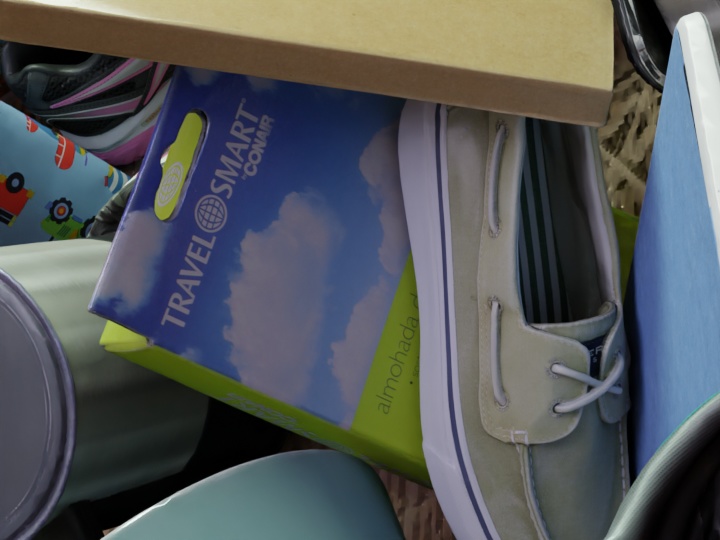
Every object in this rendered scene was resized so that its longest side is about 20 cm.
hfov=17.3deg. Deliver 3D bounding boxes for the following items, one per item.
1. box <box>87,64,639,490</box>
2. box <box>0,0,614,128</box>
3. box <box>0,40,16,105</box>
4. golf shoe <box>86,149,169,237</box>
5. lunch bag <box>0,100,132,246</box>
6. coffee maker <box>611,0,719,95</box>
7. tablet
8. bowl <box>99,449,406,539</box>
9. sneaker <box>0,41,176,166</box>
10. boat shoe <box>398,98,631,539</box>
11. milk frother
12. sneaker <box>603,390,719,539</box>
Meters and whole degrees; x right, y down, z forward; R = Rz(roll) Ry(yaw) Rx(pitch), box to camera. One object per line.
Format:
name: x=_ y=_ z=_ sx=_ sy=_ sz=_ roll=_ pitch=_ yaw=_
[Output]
box: x=0.000 y=0.000 z=0.832 sx=0.048 sy=0.200 sz=0.122 roll=-8 pitch=61 yaw=59
box: x=-0.013 y=-0.118 z=0.802 sx=0.164 sy=0.199 sz=0.021 roll=-83 pitch=3 yaw=-47
box: x=-0.149 y=-0.150 z=1.122 sx=0.200 sy=0.137 sz=0.039 roll=-42 pitch=82 yaw=19
golf shoe: x=-0.033 y=-0.050 z=1.010 sx=0.200 sy=0.077 sz=0.088 roll=-33 pitch=23 yaw=29
lunch bag: x=-0.199 y=0.023 z=1.055 sx=0.094 sy=0.150 sz=0.200 roll=16 pitch=79 yaw=48
coffee maker: x=0.170 y=-0.164 z=0.749 sx=0.200 sy=0.193 sz=0.135 roll=-19 pitch=11 yaw=34
tablet: x=0.102 y=0.029 z=0.750 sx=0.014 sy=0.200 sz=0.130 roll=-2 pitch=57 yaw=-2
bowl: x=-0.041 y=0.168 z=0.808 sx=0.201 sy=0.201 sz=0.105 roll=-49 pitch=61 yaw=11
sneaker: x=-0.086 y=-0.135 z=1.079 sx=0.200 sy=0.086 sz=0.080 roll=-51 pitch=49 yaw=11
boat shoe: x=0.059 y=0.026 z=0.802 sx=0.062 sy=0.072 sz=0.201 roll=-7 pitch=98 yaw=59
milk frother: x=-0.065 y=0.035 z=0.886 sx=0.181 sy=0.188 sz=0.200 roll=47 pitch=111 yaw=13
sneaker: x=0.115 y=0.107 z=0.592 sx=0.083 sy=0.121 sz=0.201 roll=-20 pitch=54 yaw=38
